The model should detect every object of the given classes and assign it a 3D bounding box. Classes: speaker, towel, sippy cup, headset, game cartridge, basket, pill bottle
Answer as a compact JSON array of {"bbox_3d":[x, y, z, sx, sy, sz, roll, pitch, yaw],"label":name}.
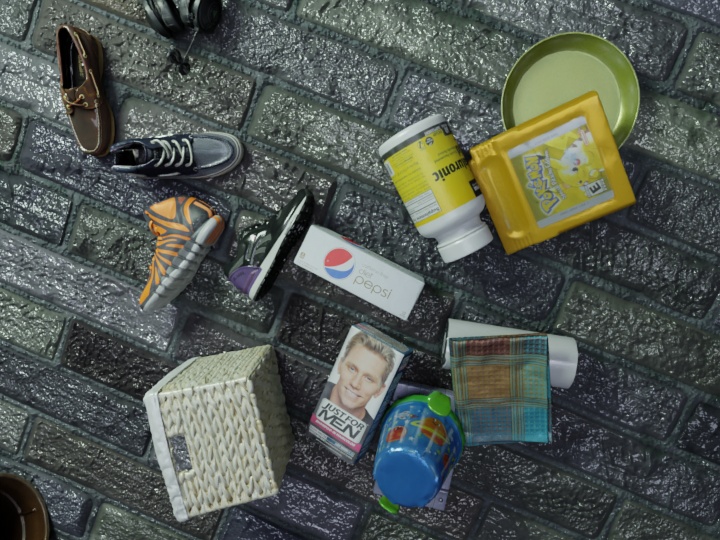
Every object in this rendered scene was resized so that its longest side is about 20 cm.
[{"bbox_3d":[0.229,0.129,0.856,0.198,0.081,0.082,8,98,6],"label":"speaker"},{"bbox_3d":[0.213,0.185,0.831,0.145,0.022,0.201,-5,116,11],"label":"towel"},{"bbox_3d":[0.081,0.276,0.822,0.139,0.130,0.179,-9,100,20],"label":"sippy cup"},{"bbox_3d":[-0.277,-0.401,0.839,0.122,0.094,0.202,-5,85,7],"label":"headset"},{"bbox_3d":[0.097,0.290,0.915,0.129,0.038,0.202,11,98,1],"label":"game cartridge"},{"bbox_3d":[0.278,-0.138,0.815,0.199,0.032,0.177,-24,104,16],"label":"game cartridge"},{"bbox_3d":[-0.207,0.240,0.863,0.160,0.200,0.200,-12,96,2],"label":"basket"},{"bbox_3d":[0.118,-0.118,0.822,0.111,0.111,0.201,-27,94,9],"label":"pill bottle"}]

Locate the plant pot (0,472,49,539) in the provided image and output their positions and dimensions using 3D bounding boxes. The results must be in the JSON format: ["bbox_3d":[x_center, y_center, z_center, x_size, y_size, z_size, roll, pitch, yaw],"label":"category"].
[{"bbox_3d":[-0.699,0.478,0.955,0.197,0.200,0.202,-20,95,16],"label":"plant pot"}]

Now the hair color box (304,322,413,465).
[{"bbox_3d":[-0.003,0.196,0.888,0.100,0.060,0.201,27,99,19],"label":"hair color box"}]

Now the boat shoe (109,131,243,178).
[{"bbox_3d":[-0.291,-0.180,0.868,0.198,0.093,0.075,-8,96,7],"label":"boat shoe"}]

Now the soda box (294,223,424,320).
[{"bbox_3d":[0.000,0.000,0.874,0.199,0.064,0.068,27,99,2],"label":"soda box"}]

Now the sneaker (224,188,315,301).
[{"bbox_3d":[-0.153,-0.055,0.881,0.087,0.076,0.201,34,99,7],"label":"sneaker"}]

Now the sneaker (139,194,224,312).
[{"bbox_3d":[-0.321,-0.036,0.906,0.112,0.078,0.201,36,89,5],"label":"sneaker"}]

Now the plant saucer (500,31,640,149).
[{"bbox_3d":[0.310,-0.249,0.825,0.198,0.031,0.202,1,98,5],"label":"plant saucer"}]

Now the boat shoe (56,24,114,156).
[{"bbox_3d":[-0.451,-0.287,0.886,0.070,0.070,0.202,-6,98,6],"label":"boat shoe"}]
